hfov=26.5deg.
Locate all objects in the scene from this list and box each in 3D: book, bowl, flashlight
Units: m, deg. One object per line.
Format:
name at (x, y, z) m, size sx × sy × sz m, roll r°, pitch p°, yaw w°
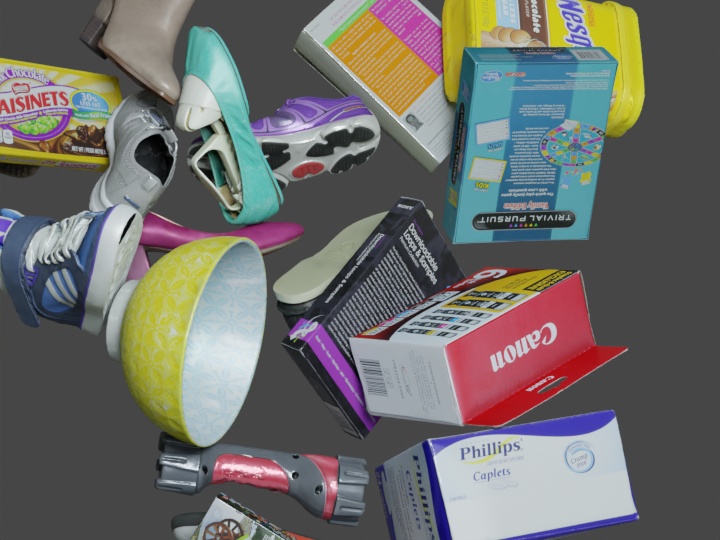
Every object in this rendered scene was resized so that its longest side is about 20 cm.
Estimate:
book at (0.047, -0.218, 1.629) m, size 0.200 × 0.048 × 0.134 m, roll 43°, pitch 66°, yaw 1°
bowl at (-0.173, 0.058, 1.433) m, size 0.107 × 0.200 × 0.201 m, roll 10°, pitch 70°, yaw 16°
flashlight at (-0.095, 0.200, 1.458) m, size 0.199 × 0.068 × 0.068 m, roll 8°, pitch 86°, yaw -11°

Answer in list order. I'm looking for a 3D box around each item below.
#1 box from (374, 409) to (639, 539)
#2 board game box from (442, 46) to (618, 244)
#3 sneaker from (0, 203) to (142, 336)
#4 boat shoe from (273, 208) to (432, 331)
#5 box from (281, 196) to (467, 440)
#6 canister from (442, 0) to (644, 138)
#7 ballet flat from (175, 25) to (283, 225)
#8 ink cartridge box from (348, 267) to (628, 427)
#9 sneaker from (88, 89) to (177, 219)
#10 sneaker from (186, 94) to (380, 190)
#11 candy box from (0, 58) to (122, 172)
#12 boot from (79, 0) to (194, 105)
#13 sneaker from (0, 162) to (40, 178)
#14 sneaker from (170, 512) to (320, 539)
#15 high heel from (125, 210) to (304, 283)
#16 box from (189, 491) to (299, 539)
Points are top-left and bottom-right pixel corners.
box at (0.132, 0.209, 1.436) m, size 0.183 × 0.200 × 0.105 m, roll -8°, pitch 77°, yaw -15°
board game box at (0.170, -0.128, 1.562) m, size 0.151 × 0.200 × 0.047 m, roll -2°, pitch 29°, yaw -14°
sneaker at (-0.288, -0.020, 1.407) m, size 0.146 × 0.200 × 0.081 m, roll 26°, pitch 58°, yaw -2°
boat shoe at (-0.002, -0.001, 1.545) m, size 0.201 × 0.074 × 0.063 m, roll -35°, pitch 123°, yaw -31°
box at (0.022, 0.046, 1.505) m, size 0.200 × 0.036 × 0.143 m, roll -49°, pitch 131°, yaw -21°
canister at (0.191, -0.228, 1.621) m, size 0.200 × 0.087 × 0.149 m, roll 9°, pitch 65°, yaw -21°
ballet flat at (-0.136, -0.131, 1.463) m, size 0.070 × 0.067 × 0.200 m, roll -32°, pitch 112°, yaw -32°
ink cartridge box at (0.125, 0.069, 1.455) m, size 0.200 × 0.175 × 0.084 m, roll -26°, pitch 108°, yaw -38°
sneaker at (-0.202, -0.115, 1.485) m, size 0.075 × 0.082 × 0.200 m, roll 38°, pitch 32°, yaw -28°
sneaker at (-0.082, -0.133, 1.569) m, size 0.200 × 0.081 × 0.084 m, roll -11°, pitch 47°, yaw -12°
candy box at (-0.312, -0.151, 1.481) m, size 0.200 × 0.026 × 0.102 m, roll 2°, pitch 68°, yaw -47°
boot at (-0.197, -0.258, 1.526) m, size 0.146 × 0.070 × 0.200 m, roll -49°, pitch 49°, yaw -4°
sneaker at (-0.398, -0.162, 1.505) m, size 0.200 × 0.070 × 0.076 m, roll 28°, pitch 53°, yaw -9°
sneaker at (-0.089, 0.298, 1.429) m, size 0.201 × 0.067 × 0.108 m, roll 16°, pitch 68°, yaw -11°
high heel at (-0.159, -0.048, 1.513) m, size 0.200 × 0.067 × 0.096 m, roll -12°, pitch 87°, yaw -13°
box at (-0.121, 0.322, 1.384) m, size 0.136 × 0.038 × 0.200 m, roll 30°, pitch 92°, yaw 4°
